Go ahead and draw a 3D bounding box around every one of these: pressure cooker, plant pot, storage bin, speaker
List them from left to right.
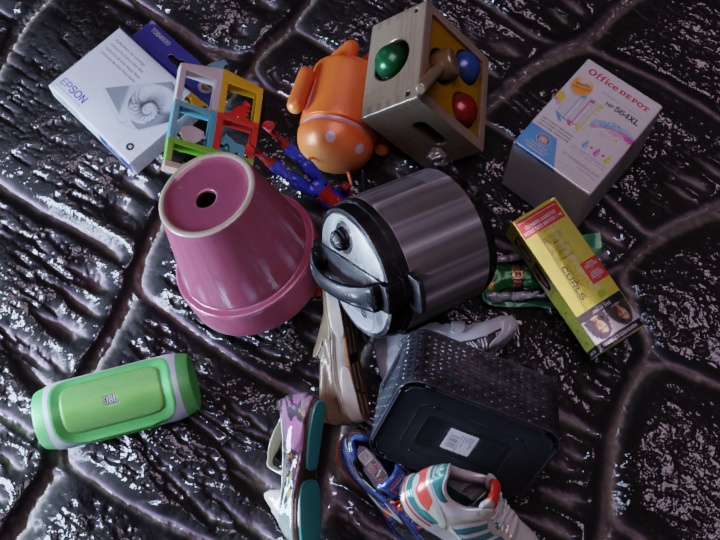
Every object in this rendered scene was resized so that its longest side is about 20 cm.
[{"bbox_3d":[-0.308,0.166,1.099,0.197,0.089,0.089,-14,68,-5],"label":"speaker"},{"bbox_3d":[-0.162,-0.046,1.106,0.197,0.180,0.202,-8,56,12],"label":"plant pot"},{"bbox_3d":[0.040,-0.018,1.038,0.198,0.176,0.180,-23,78,-25],"label":"pressure cooker"},{"bbox_3d":[0.124,0.174,1.025,0.198,0.136,0.094,21,37,-6],"label":"storage bin"}]

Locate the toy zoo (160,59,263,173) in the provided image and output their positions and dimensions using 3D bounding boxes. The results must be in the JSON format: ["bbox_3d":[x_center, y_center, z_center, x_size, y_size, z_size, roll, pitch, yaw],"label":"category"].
[{"bbox_3d":[-0.212,-0.221,1.261,0.130,0.020,0.202,14,66,-22],"label":"toy zoo"}]

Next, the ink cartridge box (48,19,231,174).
[{"bbox_3d":[-0.331,-0.275,1.305,0.199,0.041,0.200,41,74,16],"label":"ink cartridge box"}]

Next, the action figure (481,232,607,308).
[{"bbox_3d":[0.235,0.009,1.171,0.197,0.055,0.120,-4,70,4],"label":"action figure"}]

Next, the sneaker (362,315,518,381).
[{"bbox_3d":[0.101,0.080,1.129,0.198,0.075,0.116,-26,72,-6],"label":"sneaker"}]

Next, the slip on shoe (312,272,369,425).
[{"bbox_3d":[-0.035,0.099,1.118,0.060,0.076,0.203,-11,87,17],"label":"slip on shoe"}]

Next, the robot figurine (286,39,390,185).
[{"bbox_3d":[-0.024,-0.225,1.236,0.115,0.144,0.202,5,70,23],"label":"robot figurine"}]

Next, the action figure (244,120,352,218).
[{"bbox_3d":[-0.057,-0.109,1.156,0.065,0.200,0.099,-50,35,3],"label":"action figure"}]

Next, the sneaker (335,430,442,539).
[{"bbox_3d":[0.045,0.271,1.049,0.199,0.079,0.075,38,74,13],"label":"sneaker"}]

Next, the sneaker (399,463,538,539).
[{"bbox_3d":[0.145,0.284,0.997,0.199,0.093,0.071,33,46,-14],"label":"sneaker"}]

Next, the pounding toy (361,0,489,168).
[{"bbox_3d":[0.094,-0.254,1.178,0.141,0.199,0.186,-13,60,39],"label":"pounding toy"}]

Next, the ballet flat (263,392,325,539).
[{"bbox_3d":[-0.083,0.253,1.066,0.070,0.069,0.203,-3,77,22],"label":"ballet flat"}]

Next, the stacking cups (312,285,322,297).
[{"bbox_3d":[0.000,0.000,1.178,0.197,0.061,0.061,-8,67,1],"label":"stacking cups"}]

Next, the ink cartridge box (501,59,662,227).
[{"bbox_3d":[0.313,-0.181,1.206,0.128,0.126,0.200,38,74,15],"label":"ink cartridge box"}]

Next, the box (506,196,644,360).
[{"bbox_3d":[0.274,0.009,1.114,0.075,0.050,0.201,-28,75,-9],"label":"box"}]

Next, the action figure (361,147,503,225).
[{"bbox_3d":[0.099,-0.096,1.190,0.197,0.102,0.120,-1,58,3],"label":"action figure"}]
